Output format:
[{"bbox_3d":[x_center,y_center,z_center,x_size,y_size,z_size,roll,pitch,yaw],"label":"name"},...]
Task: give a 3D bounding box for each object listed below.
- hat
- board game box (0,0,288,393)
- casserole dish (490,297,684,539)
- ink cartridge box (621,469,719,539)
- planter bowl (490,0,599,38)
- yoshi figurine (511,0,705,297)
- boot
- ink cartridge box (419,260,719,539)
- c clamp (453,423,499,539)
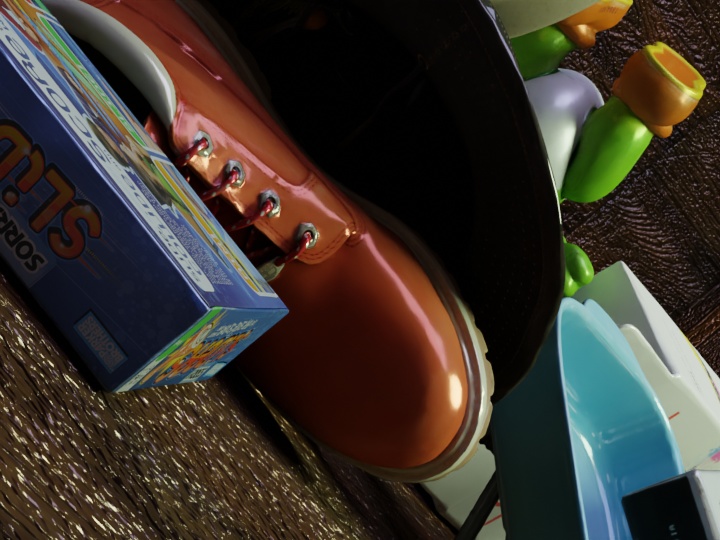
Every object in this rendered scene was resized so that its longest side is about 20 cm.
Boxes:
[{"bbox_3d":[0.010,-0.050,0.925,0.081,0.201,0.201,-26,73,-45],"label":"hat"},{"bbox_3d":[-0.103,-0.056,0.727,0.200,0.034,0.135,51,5,6],"label":"board game box"},{"bbox_3d":[0.085,0.104,0.942,0.121,0.039,0.201,46,32,-49],"label":"casserole dish"},{"bbox_3d":[0.153,0.124,0.995,0.200,0.037,0.095,9,62,-65],"label":"ink cartridge box"},{"bbox_3d":[0.033,-0.163,0.996,0.200,0.199,0.136,-120,-167,-67],"label":"planter bowl"},{"bbox_3d":[0.041,-0.034,1.111,0.112,0.200,0.113,31,25,-32],"label":"yoshi figurine"},{"bbox_3d":[-0.041,-0.011,0.847,0.200,0.075,0.107,49,13,11],"label":"boot"},{"bbox_3d":[0.096,0.074,1.135,0.200,0.116,0.068,47,16,-49],"label":"ink cartridge box"},{"bbox_3d":[0.000,0.000,1.009,0.200,0.027,0.171,41,40,4],"label":"c clamp"}]
